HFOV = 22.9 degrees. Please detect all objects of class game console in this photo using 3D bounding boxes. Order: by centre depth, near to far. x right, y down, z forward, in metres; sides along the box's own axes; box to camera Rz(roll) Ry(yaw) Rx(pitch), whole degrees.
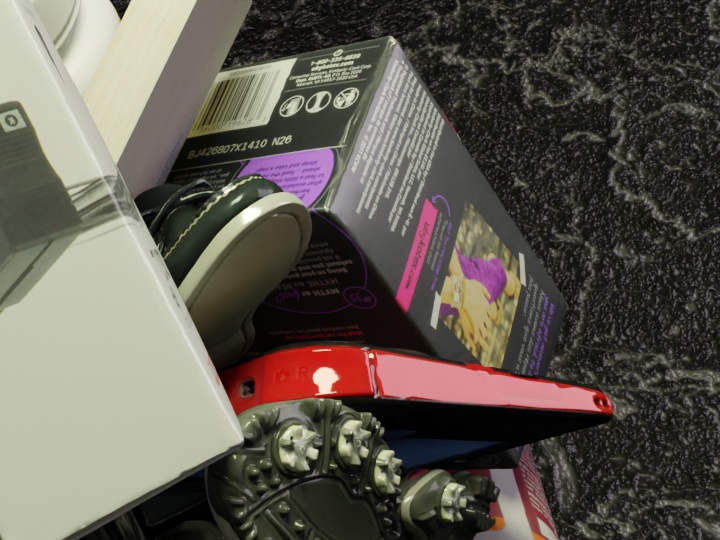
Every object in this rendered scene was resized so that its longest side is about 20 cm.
[{"bbox_3d":[-0.014,0.075,0.794,0.199,0.176,0.031,-22,-117,47],"label":"game console"}]

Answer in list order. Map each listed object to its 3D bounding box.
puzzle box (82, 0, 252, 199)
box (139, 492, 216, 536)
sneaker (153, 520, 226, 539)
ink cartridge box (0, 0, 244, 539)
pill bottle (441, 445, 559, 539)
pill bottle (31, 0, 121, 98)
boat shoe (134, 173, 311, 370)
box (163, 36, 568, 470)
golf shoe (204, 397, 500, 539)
[{"bbox_3d":[-0.100,-0.048,0.742,0.025,0.202,0.133,25,-8,1],"label":"puzzle box"},{"bbox_3d":[-0.091,0.095,1.137,0.201,0.123,0.197,60,-7,33],"label":"box"},{"bbox_3d":[-0.036,0.185,0.729,0.202,0.070,0.098,63,-2,-19],"label":"sneaker"},{"bbox_3d":[-0.119,-0.018,0.593,0.202,0.083,0.145,63,-5,-3],"label":"ink cartridge box"},{"bbox_3d":[0.044,0.128,0.964,0.201,0.113,0.115,-102,170,-56],"label":"pill bottle"},{"bbox_3d":[-0.153,-0.070,0.840,0.115,0.113,0.201,59,-7,38],"label":"pill bottle"},{"bbox_3d":[-0.073,-0.003,0.745,0.066,0.074,0.200,54,-18,10],"label":"boat shoe"},{"bbox_3d":[0.000,0.000,0.869,0.200,0.121,0.107,54,45,-38],"label":"box"},{"bbox_3d":[-0.019,0.099,0.706,0.200,0.087,0.078,35,63,-58],"label":"golf shoe"}]
